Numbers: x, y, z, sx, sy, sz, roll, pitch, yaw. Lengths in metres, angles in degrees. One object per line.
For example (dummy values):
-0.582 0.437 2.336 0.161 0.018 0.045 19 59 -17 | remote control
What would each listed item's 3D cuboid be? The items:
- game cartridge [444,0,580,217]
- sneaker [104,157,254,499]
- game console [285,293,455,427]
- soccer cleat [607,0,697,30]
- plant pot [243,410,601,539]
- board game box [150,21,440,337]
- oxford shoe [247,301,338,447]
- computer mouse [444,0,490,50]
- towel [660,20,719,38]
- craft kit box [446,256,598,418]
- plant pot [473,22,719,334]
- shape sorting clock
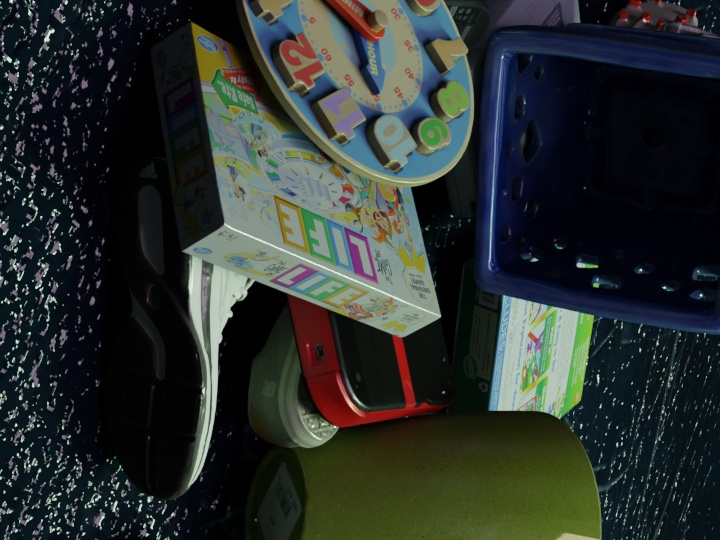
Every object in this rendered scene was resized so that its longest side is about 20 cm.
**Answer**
0.113 -0.152 1.314 0.200 0.041 0.134 -52 146 -39 | game cartridge
-0.088 0.030 1.023 0.115 0.075 0.202 -13 109 -56 | sneaker
0.000 0.000 1.144 0.177 0.031 0.202 1 76 -64 | game console
0.238 -0.185 1.527 0.200 0.069 0.078 -38 147 -47 | soccer cleat
0.029 0.175 1.170 0.199 0.187 0.189 12 90 -27 | plant pot
-0.036 -0.049 1.016 0.199 0.034 0.135 23 47 -49 | board game box
-0.030 0.038 1.153 0.075 0.057 0.201 49 41 -29 | oxford shoe
0.014 -0.170 1.153 0.199 0.034 0.059 -5 136 -47 | computer mouse
0.274 -0.129 1.487 0.166 0.085 0.200 -58 165 14 | towel
0.139 0.056 1.438 0.197 0.048 0.201 -29 132 -50 | craft kit box
0.208 -0.084 1.282 0.180 0.199 0.202 -33 130 -61 | plant pot
0.001 -0.146 1.054 0.199 0.039 0.201 21 57 -36 | shape sorting clock
